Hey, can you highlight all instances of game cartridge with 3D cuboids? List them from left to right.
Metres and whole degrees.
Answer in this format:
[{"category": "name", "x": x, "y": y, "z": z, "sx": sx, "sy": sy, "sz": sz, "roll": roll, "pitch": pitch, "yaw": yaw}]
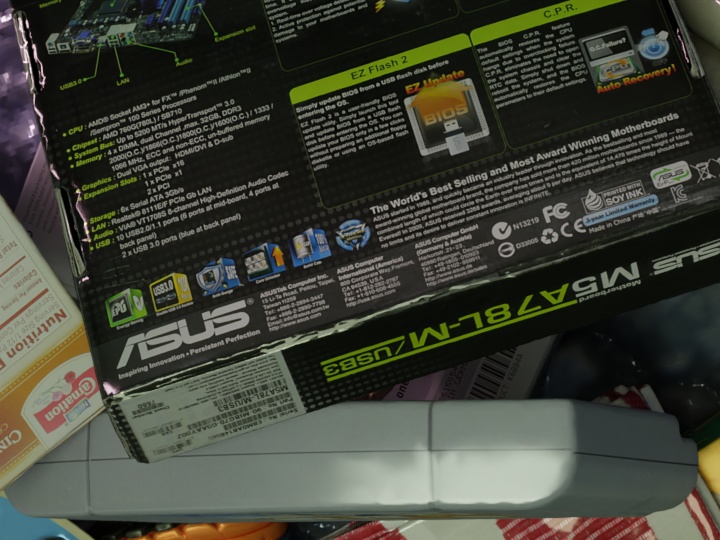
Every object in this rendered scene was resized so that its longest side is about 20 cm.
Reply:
[{"category": "game cartridge", "x": -0.007, "y": 0.062, "z": 0.896, "sx": 0.199, "sy": 0.133, "sz": 0.042, "roll": -3, "pitch": 87, "yaw": 26}]

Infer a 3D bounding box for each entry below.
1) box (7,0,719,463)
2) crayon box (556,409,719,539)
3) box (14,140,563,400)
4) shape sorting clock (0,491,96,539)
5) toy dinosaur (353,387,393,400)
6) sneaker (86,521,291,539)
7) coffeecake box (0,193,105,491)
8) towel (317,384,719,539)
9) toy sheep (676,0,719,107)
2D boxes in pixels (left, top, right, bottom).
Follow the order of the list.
[{"category": "box", "x": -0.001, "y": -0.058, "z": 0.861, "sx": 0.199, "sy": 0.048, "sz": 0.194, "roll": -18, "pitch": 55, "yaw": 1}, {"category": "crayon box", "x": 0.111, "y": 0.133, "z": 0.993, "sx": 0.200, "sy": 0.058, "sz": 0.119, "roll": -35, "pitch": 91, "yaw": 20}, {"category": "box", "x": -0.012, "y": -0.033, "z": 0.998, "sx": 0.199, "sy": 0.041, "sz": 0.156, "roll": 25, "pitch": 108, "yaw": 7}, {"category": "shape sorting clock", "x": -0.159, "y": 0.171, "z": 0.986, "sx": 0.199, "sy": 0.039, "sz": 0.201, "roll": 0, "pitch": 89, "yaw": -3}, {"category": "toy dinosaur", "x": 0.000, "y": 0.000, "z": 0.951, "sx": 0.199, "sy": 0.058, "sz": 0.101, "roll": 26, "pitch": 107, "yaw": 8}, {"category": "sneaker", "x": -0.114, "y": 0.135, "z": 1.049, "sx": 0.199, "sy": 0.075, "sz": 0.079, "roll": -14, "pitch": 102, "yaw": 19}, {"category": "coffeecake box", "x": -0.174, "y": -0.039, "z": 0.870, "sx": 0.073, "sy": 0.153, "sz": 0.200, "roll": -38, "pitch": 123, "yaw": -12}, {"category": "towel", "x": 0.046, "y": 0.142, "z": 0.972, "sx": 0.200, "sy": 0.023, "sz": 0.144, "roll": -29, "pitch": 93, "yaw": 19}, {"category": "toy sheep", "x": 0.162, "y": -0.097, "z": 0.887, "sx": 0.138, "sy": 0.138, "sz": 0.201, "roll": 24, "pitch": 108, "yaw": 8}]
